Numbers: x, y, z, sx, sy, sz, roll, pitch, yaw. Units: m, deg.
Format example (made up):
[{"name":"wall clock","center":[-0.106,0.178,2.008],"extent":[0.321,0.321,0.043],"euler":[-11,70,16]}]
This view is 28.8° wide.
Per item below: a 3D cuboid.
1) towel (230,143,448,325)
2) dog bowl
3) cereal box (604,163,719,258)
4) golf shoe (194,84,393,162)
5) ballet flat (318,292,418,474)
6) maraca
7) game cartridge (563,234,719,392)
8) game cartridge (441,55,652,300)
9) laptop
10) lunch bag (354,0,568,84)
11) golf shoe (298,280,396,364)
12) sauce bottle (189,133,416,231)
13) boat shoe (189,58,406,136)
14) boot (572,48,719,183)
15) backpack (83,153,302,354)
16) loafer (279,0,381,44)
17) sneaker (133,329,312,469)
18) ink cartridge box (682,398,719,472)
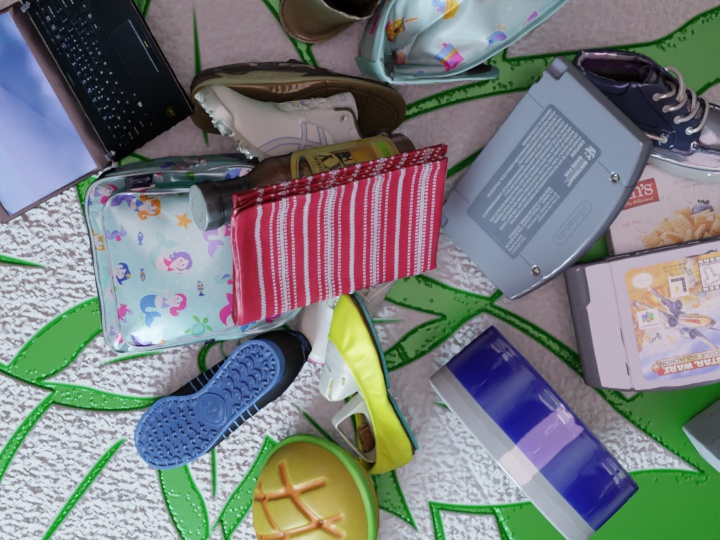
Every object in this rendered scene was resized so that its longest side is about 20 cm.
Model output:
[{"name":"towel","center":[-0.018,-0.028,1.187],"extent":[0.199,0.023,0.145],"euler":[-16,137,-20]},{"name":"dog bowl","center":[0.155,0.147,1.260],"extent":[0.079,0.200,0.200],"euler":[-42,95,1]},{"name":"cereal box","center":[0.311,-0.010,1.325],"extent":[0.143,0.040,0.201],"euler":[-14,96,1]},{"name":"golf shoe","center":[-0.053,-0.130,1.242],"extent":[0.200,0.078,0.097],"euler":[28,104,-38]},{"name":"ballet flat","center":[-0.001,0.113,1.287],"extent":[0.067,0.067,0.200],"euler":[-27,126,-11]},{"name":"maraca","center":[-0.045,0.248,1.316],"extent":[0.137,0.107,0.201],"euler":[20,114,33]},{"name":"game cartridge","center":[0.297,0.041,1.293],"extent":[0.199,0.042,0.134],"euler":[-11,91,4]},{"name":"game cartridge","center":[0.167,-0.075,1.263],"extent":[0.133,0.040,0.200],"euler":[49,122,19]},{"name":"laptop","center":[-0.280,-0.168,1.265],"extent":[0.200,0.103,0.178],"euler":[-24,98,42]},{"name":"lunch bag","center":[0.084,-0.234,1.232],"extent":[0.200,0.170,0.122],"euler":[-42,104,3]},{"name":"golf shoe","center":[0.000,0.000,1.298],"extent":[0.075,0.092,0.200],"euler":[28,96,-5]},{"name":"sauce bottle","center":[-0.046,-0.070,1.192],"extent":[0.199,0.065,0.065],"euler":[-15,97,-24]},{"name":"boat shoe","center":[-0.059,-0.164,1.290],"extent":[0.200,0.066,0.072],"euler":[-1,134,-12]},{"name":"boot","center":[0.282,-0.141,1.262],"extent":[0.199,0.090,0.073],"euler":[11,58,9]},{"name":"backpack","center":[-0.143,-0.018,1.269],"extent":[0.199,0.151,0.178],"euler":[-7,102,-7]},{"name":"loafer","center":[-0.021,-0.249,1.224],"extent":[0.076,0.200,0.068],"euler":[28,60,-16]},{"name":"sneaker","center":[-0.126,0.122,1.318],"extent":[0.200,0.078,0.070],"euler":[-35,81,28]},{"name":"ink cartridge box","center":[0.399,0.118,1.260],"extent":[0.196,0.200,0.043],"euler":[-36,95,4]}]
